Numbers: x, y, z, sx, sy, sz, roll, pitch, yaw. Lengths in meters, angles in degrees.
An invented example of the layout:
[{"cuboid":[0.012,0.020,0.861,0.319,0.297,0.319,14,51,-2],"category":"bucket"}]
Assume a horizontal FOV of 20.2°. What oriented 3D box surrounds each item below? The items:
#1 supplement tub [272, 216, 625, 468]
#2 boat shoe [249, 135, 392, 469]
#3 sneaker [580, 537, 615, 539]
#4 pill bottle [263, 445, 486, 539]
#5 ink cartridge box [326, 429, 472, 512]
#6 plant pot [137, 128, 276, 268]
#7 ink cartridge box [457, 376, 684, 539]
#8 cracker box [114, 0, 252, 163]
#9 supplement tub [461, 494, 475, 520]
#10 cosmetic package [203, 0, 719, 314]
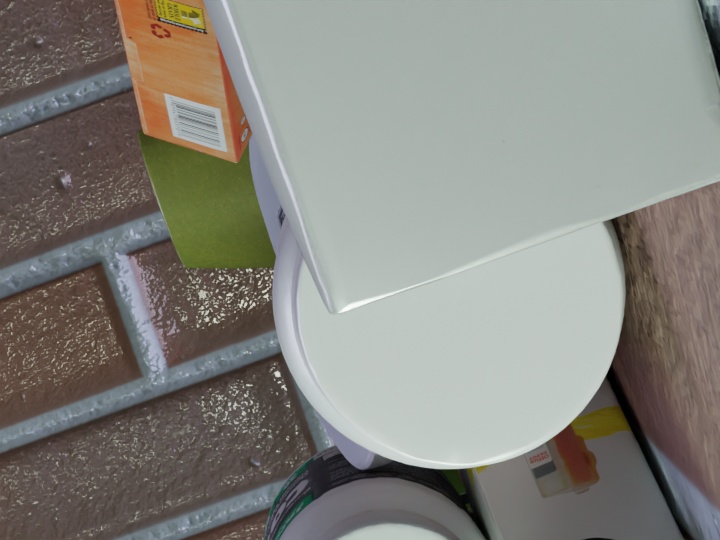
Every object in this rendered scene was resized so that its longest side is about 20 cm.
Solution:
[{"cuboid":[0.033,0.005,0.844,0.200,0.140,0.141,-115,6,-85],"category":"supplement tub"},{"cuboid":[0.000,0.000,1.006,0.074,0.065,0.201,126,133,-59],"category":"boat shoe"},{"cuboid":[0.127,0.158,0.797,0.200,0.074,0.089,54,167,50],"category":"sneaker"},{"cuboid":[0.009,0.151,0.991,0.200,0.112,0.114,-139,30,-86],"category":"pill bottle"},{"cuboid":[0.053,0.086,1.247,0.200,0.147,0.076,-119,10,-79],"category":"ink cartridge box"},{"cuboid":[-0.034,-0.077,1.299,0.187,0.199,0.188,160,90,-89],"category":"plant pot"},{"cuboid":[0.100,0.117,1.010,0.146,0.083,0.201,72,179,-46],"category":"ink cartridge box"},{"cuboid":[-0.051,-0.174,0.995,0.134,0.057,0.201,85,-155,-60],"category":"cracker box"},{"cuboid":[0.051,0.171,1.385,0.123,0.199,0.123,160,90,-88],"category":"supplement tub"},{"cuboid":[0.003,-0.124,0.581,0.199,0.122,0.201,-111,1,-71],"category":"cosmetic package"}]
